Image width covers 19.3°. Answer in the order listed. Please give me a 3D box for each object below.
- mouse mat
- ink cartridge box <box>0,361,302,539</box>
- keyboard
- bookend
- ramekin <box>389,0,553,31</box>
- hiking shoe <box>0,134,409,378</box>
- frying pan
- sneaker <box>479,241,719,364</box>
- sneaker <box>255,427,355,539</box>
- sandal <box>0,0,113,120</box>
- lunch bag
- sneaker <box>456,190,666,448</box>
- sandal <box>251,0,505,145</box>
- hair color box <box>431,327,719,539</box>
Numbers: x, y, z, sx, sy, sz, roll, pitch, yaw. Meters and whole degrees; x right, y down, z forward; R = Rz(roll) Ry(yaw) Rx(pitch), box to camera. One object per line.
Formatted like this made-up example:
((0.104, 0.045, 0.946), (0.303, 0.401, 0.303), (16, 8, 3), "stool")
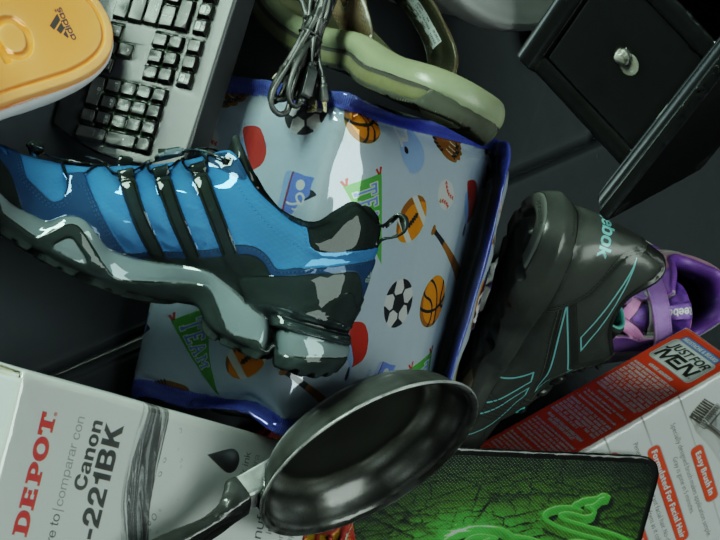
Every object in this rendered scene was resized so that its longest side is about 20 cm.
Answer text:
((0.063, 0.171, 1.167), (0.199, 0.008, 0.161), (4, 109, -25), "mouse mat")
((-0.126, 0.128, 0.981), (0.200, 0.084, 0.145), (20, 81, -46), "ink cartridge box")
((-0.061, -0.140, 0.991), (0.021, 0.127, 0.201), (47, 57, -74), "keyboard")
((0.133, -0.171, 1.058), (0.092, 0.199, 0.200), (-26, 70, -42), "bookend")
((0.054, -0.227, 1.120), (0.202, 0.094, 0.203), (-9, 102, -46), "ramekin")
((-0.085, -0.026, 0.951), (0.200, 0.074, 0.087), (24, 89, -3), "hiking shoe")
((-0.031, 0.102, 0.981), (0.190, 0.031, 0.115), (-31, 152, -2), "frying pan")
((0.147, 0.024, 1.261), (0.200, 0.088, 0.081), (-14, 107, -44), "sneaker")
((-0.026, 0.178, 1.089), (0.073, 0.077, 0.201), (-14, 76, -8), "sneaker")
((-0.174, -0.096, 0.901), (0.206, 0.059, 0.079), (-31, 91, -45), "sandal")
((0.000, 0.000, 1.075), (0.200, 0.124, 0.171), (13, 91, -56), "lunch bag")
((0.094, 0.043, 1.142), (0.079, 0.200, 0.076), (14, 48, -13), "sneaker")
((0.015, -0.114, 1.018), (0.080, 0.201, 0.057), (18, 100, -36), "sandal")
((0.134, 0.132, 1.222), (0.200, 0.064, 0.111), (-27, 118, -11), "hair color box")
